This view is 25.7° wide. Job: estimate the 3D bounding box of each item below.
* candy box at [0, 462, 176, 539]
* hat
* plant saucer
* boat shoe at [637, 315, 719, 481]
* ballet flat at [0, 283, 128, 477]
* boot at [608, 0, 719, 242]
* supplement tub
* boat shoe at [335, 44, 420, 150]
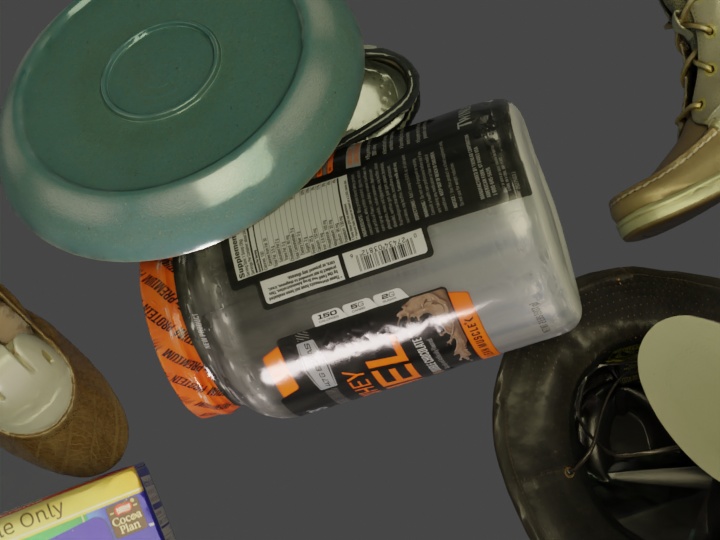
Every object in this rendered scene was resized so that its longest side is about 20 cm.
[{"bbox_3d":[-0.152,0.217,0.782,0.169,0.077,0.200,-22,85,-8],"label":"candy box"},{"bbox_3d":[0.154,0.101,0.829,0.200,0.081,0.201,4,67,-9],"label":"hat"},{"bbox_3d":[-0.097,-0.095,0.794,0.200,0.027,0.200,-10,54,14],"label":"plant saucer"},{"bbox_3d":[0.225,0.084,0.772,0.200,0.063,0.071,33,114,7],"label":"boat shoe"},{"bbox_3d":[-0.198,0.030,0.801,0.068,0.072,0.200,-42,90,-10],"label":"ballet flat"},{"bbox_3d":[0.184,-0.122,0.863,0.200,0.072,0.155,-35,89,-14],"label":"boot"},{"bbox_3d":[0.000,0.000,0.787,0.200,0.123,0.123,-18,85,11],"label":"supplement tub"},{"bbox_3d":[-0.064,-0.074,0.834,0.200,0.060,0.076,-24,87,-9],"label":"boat shoe"}]
